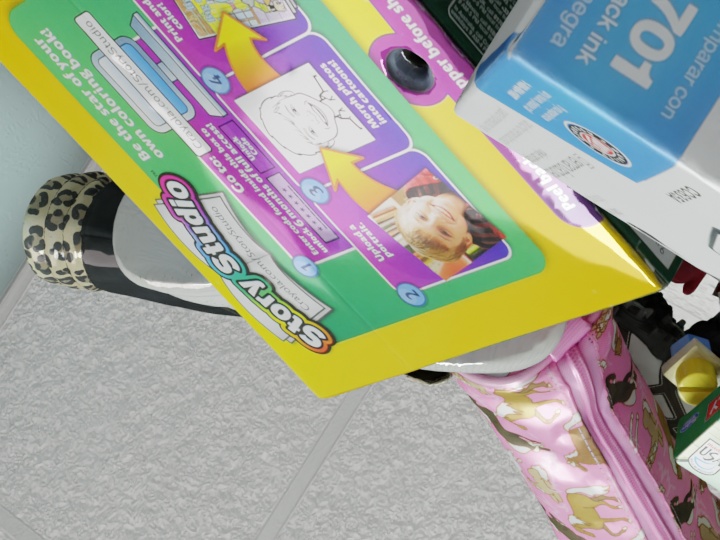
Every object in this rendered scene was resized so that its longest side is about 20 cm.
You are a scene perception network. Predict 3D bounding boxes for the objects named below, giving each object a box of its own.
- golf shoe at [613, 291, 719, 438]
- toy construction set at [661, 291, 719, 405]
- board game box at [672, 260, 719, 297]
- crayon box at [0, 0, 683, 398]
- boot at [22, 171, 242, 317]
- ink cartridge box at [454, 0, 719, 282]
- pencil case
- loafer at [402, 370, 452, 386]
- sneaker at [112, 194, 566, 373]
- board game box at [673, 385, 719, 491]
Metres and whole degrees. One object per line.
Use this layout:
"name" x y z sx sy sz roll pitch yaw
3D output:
"golf shoe" 0.123 0.050 1.057 0.200 0.095 0.078 32 -159 -31
"toy construction set" 0.226 0.086 1.015 0.092 0.131 0.200 -97 -17 -48
"board game box" 0.131 -0.029 1.097 0.158 0.039 0.200 33 178 -12
"crayon box" -0.014 -0.061 0.700 0.200 0.058 0.172 48 143 -18
"boot" -0.066 -0.017 1.139 0.153 0.074 0.203 8 -175 17
"ink cartridge box" 0.132 -0.027 0.554 0.200 0.086 0.146 34 178 -1
"pencil case" 0.104 0.076 0.986 0.086 0.083 0.200 -5 135 32
"loafer" 0.026 0.017 1.069 0.076 0.068 0.200 26 177 13
"sneaker" 0.000 0.000 0.938 0.199 0.076 0.088 14 171 22
"board game box" 0.250 0.086 0.929 0.200 0.135 0.029 33 -141 -10
